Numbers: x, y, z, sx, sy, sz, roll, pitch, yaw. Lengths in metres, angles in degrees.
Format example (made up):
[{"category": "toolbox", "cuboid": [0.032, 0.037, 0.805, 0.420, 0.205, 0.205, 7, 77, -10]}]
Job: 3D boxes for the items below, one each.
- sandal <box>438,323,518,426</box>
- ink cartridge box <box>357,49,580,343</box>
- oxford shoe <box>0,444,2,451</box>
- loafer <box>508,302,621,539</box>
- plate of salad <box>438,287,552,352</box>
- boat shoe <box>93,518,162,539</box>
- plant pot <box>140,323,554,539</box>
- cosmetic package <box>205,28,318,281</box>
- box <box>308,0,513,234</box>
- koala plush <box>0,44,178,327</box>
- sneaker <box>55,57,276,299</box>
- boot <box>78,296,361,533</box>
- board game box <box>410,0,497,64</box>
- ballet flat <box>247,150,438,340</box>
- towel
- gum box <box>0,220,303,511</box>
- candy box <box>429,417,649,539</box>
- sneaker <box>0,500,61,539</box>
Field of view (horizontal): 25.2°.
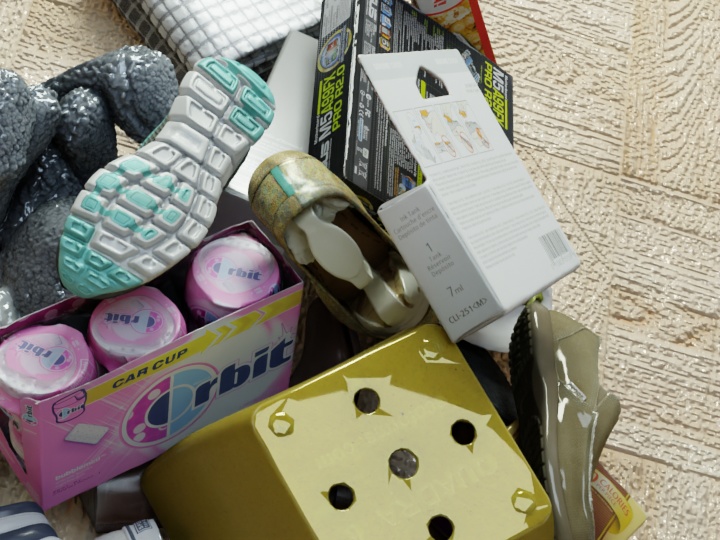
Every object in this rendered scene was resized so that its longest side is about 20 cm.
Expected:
[{"category": "sandal", "cuboid": [0.037, 0.050, 1.173, 0.200, 0.048, 0.075, 39, 26, -22]}, {"category": "ink cartridge box", "cuboid": [0.060, -0.054, 1.025, 0.174, 0.044, 0.200, 59, 22, 4]}, {"category": "oxford shoe", "cuboid": [-0.274, 0.094, 1.053, 0.073, 0.071, 0.200, 8, 62, -39]}, {"category": "loafer", "cuboid": [0.145, 0.111, 1.110, 0.067, 0.076, 0.200, 4, 59, -9]}, {"category": "plate of salad", "cuboid": [0.079, -0.030, 1.212, 0.200, 0.048, 0.200, 29, 40, -28]}, {"category": "boat shoe", "cuboid": [-0.137, 0.260, 0.984, 0.086, 0.075, 0.202, -17, 90, -12]}, {"category": "plant pot", "cuboid": [0.005, 0.142, 0.985, 0.200, 0.176, 0.200, -25, 74, -23]}, {"category": "cosmetic package", "cuboid": [-0.053, -0.070, 1.163, 0.090, 0.107, 0.200, 21, 41, -6]}, {"category": "box", "cuboid": [0.039, -0.095, 1.141, 0.160, 0.044, 0.200, 30, 46, -31]}, {"category": "koala plush", "cuboid": [-0.207, -0.025, 1.095, 0.177, 0.184, 0.200, -19, 88, -45]}, {"category": "sneaker", "cuboid": [-0.124, -0.044, 1.013, 0.078, 0.091, 0.200, 38, 53, 0]}, {"category": "boot", "cuboid": [-0.101, 0.092, 1.113, 0.200, 0.064, 0.186, 2, 59, -13]}, {"category": "board game box", "cuboid": [0.053, -0.238, 1.247, 0.046, 0.200, 0.152, -21, 52, 4]}, {"category": "ballet flat", "cuboid": [0.000, 0.000, 1.040, 0.200, 0.071, 0.071, 46, 47, -40]}, {"category": "towel", "cuboid": [-0.091, -0.229, 1.277, 0.200, 0.086, 0.166, -28, 73, -28]}, {"category": "gum box", "cuboid": [-0.139, 0.061, 1.019, 0.200, 0.114, 0.066, -25, 57, -28]}, {"category": "candy box", "cuboid": [0.093, 0.194, 1.123, 0.200, 0.056, 0.117, -36, 78, -33]}, {"category": "sneaker", "cuboid": [-0.251, 0.218, 0.957, 0.200, 0.070, 0.109, -35, 66, 0]}]
